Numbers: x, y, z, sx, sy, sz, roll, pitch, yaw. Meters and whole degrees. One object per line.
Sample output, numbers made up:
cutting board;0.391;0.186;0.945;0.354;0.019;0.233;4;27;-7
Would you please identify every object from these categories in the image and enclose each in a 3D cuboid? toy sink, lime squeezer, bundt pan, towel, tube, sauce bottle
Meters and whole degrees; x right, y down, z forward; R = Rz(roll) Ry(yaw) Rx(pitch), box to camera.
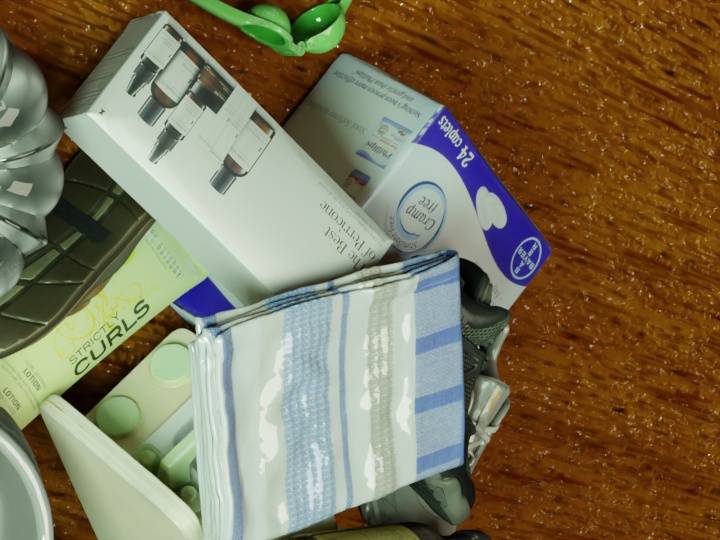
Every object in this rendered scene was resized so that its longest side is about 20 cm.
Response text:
toy sink;-0.098;0.127;1.623;0.112;0.130;0.200;-44;152;-18
lime squeezer;-0.043;-0.164;1.616;0.199;0.038;0.071;-15;122;-40
bundt pan;-0.241;-0.054;1.422;0.201;0.076;0.204;-14;113;-36
towel;-0.015;0.075;1.540;0.199;0.024;0.148;-17;113;-37
tube;-0.178;0.035;1.584;0.200;0.052;0.058;-44;157;-22
sauce bottle;0.016;0.190;1.652;0.199;0.064;0.065;0;113;-51

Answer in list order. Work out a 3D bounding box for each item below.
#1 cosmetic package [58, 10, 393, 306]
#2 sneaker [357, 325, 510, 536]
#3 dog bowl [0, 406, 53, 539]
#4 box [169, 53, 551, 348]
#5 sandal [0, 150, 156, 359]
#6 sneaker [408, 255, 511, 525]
cosmetic package;-0.077;-0.051;1.537;0.200;0.051;0.083;44;68;-22
sneaker;0.056;0.111;1.772;0.076;0.092;0.201;32;51;-42
dog bowl;-0.263;0.153;1.490;0.199;0.059;0.202;-5;102;-24
box;0.000;0.000;1.706;0.200;0.105;0.184;-52;139;-9
sandal;-0.180;-0.010;1.550;0.200;0.081;0.055;-46;161;-27
sneaker;0.054;0.070;1.662;0.114;0.076;0.200;-37;128;-16
